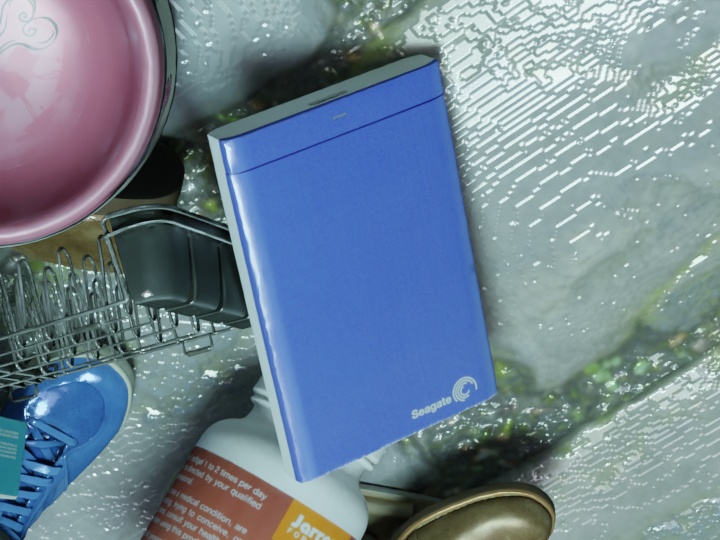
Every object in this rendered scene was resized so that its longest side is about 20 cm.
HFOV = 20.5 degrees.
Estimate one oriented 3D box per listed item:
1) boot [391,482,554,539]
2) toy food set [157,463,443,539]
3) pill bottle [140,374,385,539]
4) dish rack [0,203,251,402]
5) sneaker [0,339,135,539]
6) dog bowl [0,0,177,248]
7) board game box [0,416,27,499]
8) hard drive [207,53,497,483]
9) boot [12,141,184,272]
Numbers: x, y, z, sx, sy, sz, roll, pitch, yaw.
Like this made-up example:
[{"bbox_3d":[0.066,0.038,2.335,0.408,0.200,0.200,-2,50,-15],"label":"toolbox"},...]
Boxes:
[{"bbox_3d":[0.034,0.200,1.181,0.199,0.076,0.074,-33,119,12],"label":"boot"},{"bbox_3d":[-0.039,0.202,1.254,0.199,0.061,0.144,11,124,-6],"label":"toy food set"},{"bbox_3d":[-0.065,0.159,1.144,0.112,0.112,0.201,34,80,-21],"label":"pill bottle"},{"bbox_3d":[-0.158,0.025,1.060,0.199,0.055,0.153,-16,167,17],"label":"dish rack"},{"bbox_3d":[-0.206,0.134,1.178,0.077,0.111,0.200,38,118,-23],"label":"sneaker"},{"bbox_3d":[-0.185,-0.102,0.986,0.199,0.074,0.201,-3,103,-13],"label":"dog bowl"},{"bbox_3d":[-0.310,0.091,1.101,0.199,0.047,0.151,2,170,22],"label":"board game box"},{"bbox_3d":[0.000,0.000,1.071,0.131,0.025,0.201,-22,116,-23],"label":"hard drive"},{"bbox_3d":[-0.200,-0.038,1.086,0.199,0.074,0.076,9,135,-8],"label":"boot"}]
